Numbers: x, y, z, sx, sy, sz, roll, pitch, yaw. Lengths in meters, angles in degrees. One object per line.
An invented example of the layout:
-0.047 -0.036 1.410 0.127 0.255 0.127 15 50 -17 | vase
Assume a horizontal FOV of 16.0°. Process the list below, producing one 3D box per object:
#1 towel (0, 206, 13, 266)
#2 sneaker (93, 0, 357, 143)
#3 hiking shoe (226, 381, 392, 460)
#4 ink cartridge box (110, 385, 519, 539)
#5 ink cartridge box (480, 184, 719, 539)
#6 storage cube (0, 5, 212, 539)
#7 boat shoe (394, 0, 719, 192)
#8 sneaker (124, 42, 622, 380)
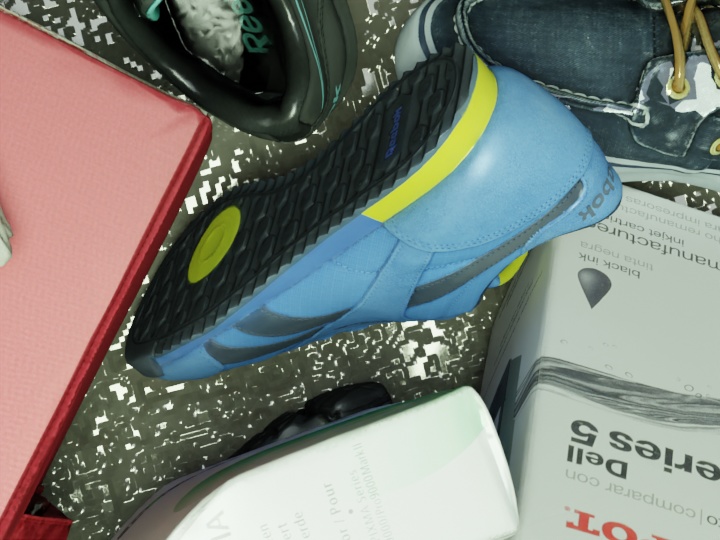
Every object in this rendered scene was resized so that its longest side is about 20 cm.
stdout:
-0.207 -0.020 0.706 0.199 0.034 0.133 -22 91 -1 | towel
-0.064 -0.124 0.777 0.075 0.079 0.200 -33 104 13 | sneaker
-0.046 0.131 0.869 0.200 0.076 0.101 -40 91 -1 | hiking shoe
-0.065 0.090 0.753 0.199 0.161 0.050 -18 88 -11 | ink cartridge box
0.110 0.073 0.807 0.145 0.200 0.084 18 127 -4 | ink cartridge box
-0.159 -0.006 0.810 0.200 0.171 0.180 26 90 -3 | storage cube
0.116 -0.072 0.835 0.200 0.091 0.071 10 56 -20 | boat shoe
0.000 0.000 0.831 0.078 0.200 0.066 33 48 -26 | sneaker
